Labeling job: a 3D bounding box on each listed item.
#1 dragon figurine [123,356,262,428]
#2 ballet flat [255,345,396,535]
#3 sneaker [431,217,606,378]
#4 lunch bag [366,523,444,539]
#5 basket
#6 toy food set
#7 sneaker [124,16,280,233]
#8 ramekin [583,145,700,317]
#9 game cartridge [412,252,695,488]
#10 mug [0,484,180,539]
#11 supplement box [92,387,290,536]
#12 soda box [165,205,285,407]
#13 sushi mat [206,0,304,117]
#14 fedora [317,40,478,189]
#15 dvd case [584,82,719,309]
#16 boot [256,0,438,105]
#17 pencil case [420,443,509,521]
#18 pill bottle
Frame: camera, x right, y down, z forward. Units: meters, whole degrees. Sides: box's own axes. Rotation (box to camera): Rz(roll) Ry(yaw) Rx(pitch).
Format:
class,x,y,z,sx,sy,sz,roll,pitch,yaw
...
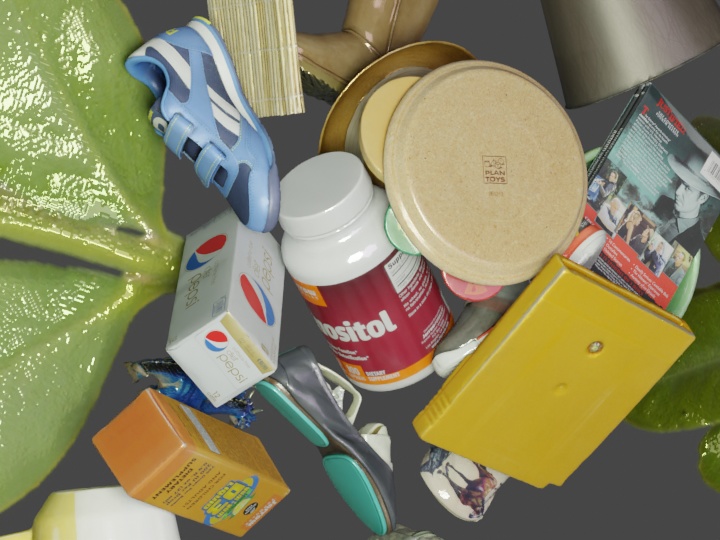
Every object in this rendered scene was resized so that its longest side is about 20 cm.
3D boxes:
class,x,y,z,sx,sy,sz,roll,pitch,yaw
dragon figurine,-0.138,0.089,1.516,0.099,0.200,0.059,-25,64,-6
ballet flat,-0.013,0.146,1.633,0.073,0.073,0.200,-45,111,-23
sneaker,0.125,0.014,1.608,0.200,0.077,0.082,-41,76,-19
lunch bag,0.037,0.336,1.609,0.200,0.167,0.140,-38,109,-25
basket,0.237,-0.282,1.742,0.180,0.136,0.201,-26,100,-3
toy food set,0.102,-0.079,1.539,0.199,0.049,0.199,-16,87,-25
sneaker,-0.130,-0.114,1.528,0.082,0.074,0.201,-19,71,-27
ramekin,0.221,-0.019,1.755,0.199,0.098,0.201,-1,91,-32
game cartridge,0.167,0.093,1.581,0.176,0.033,0.200,26,114,-36
mug,-0.218,0.253,1.469,0.186,0.149,0.154,-1,84,-38
supplement box,-0.134,0.160,1.495,0.067,0.069,0.200,-43,154,7
soda box,-0.107,0.023,1.499,0.063,0.200,0.068,-31,114,16
sushi mat,-0.095,-0.229,1.555,0.012,0.095,0.201,-9,94,-49
fedora,0.057,-0.102,1.618,0.200,0.082,0.202,-18,130,-23
dvd case,0.265,-0.053,1.711,0.146,0.022,0.201,40,72,-25
boot,-0.002,-0.248,1.636,0.175,0.066,0.201,25,79,-42
pencil case,0.138,0.140,1.673,0.089,0.078,0.200,34,108,-14
pill bottle,0.000,0.000,1.583,0.113,0.113,0.201,-45,129,-23
